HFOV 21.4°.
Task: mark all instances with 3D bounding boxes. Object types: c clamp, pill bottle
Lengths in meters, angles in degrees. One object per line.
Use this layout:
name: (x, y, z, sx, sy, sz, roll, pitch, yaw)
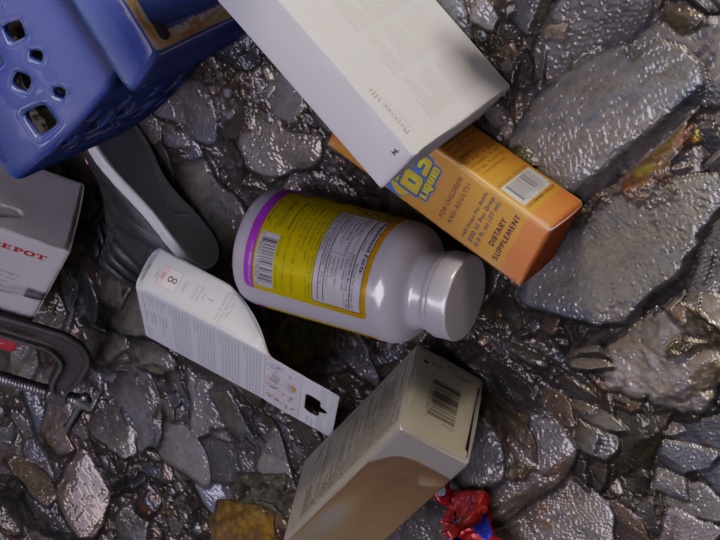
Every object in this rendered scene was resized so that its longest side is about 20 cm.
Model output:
c clamp: (-0.346, 0.093, 1.848, 0.200, 0.027, 0.171, 22, 143, -18)
pill bottle: (0.000, 0.000, 1.596, 0.200, 0.104, 0.104, 15, 121, 27)

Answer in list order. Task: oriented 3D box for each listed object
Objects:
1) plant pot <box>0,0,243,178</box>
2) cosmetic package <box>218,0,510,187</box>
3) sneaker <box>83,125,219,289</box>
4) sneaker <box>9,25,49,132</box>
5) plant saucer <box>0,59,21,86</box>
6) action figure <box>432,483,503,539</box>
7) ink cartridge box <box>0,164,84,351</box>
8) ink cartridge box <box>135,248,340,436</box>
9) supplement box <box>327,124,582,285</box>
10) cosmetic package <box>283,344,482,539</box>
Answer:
plant pot: (-0.228, -0.218, 1.583, 0.180, 0.200, 0.200, -27, 95, 35)
cosmetic package: (0.003, -0.177, 1.472, 0.200, 0.151, 0.052, 49, 130, 4)
sneaker: (-0.224, -0.064, 1.736, 0.099, 0.071, 0.200, -32, 98, 36)
sneaker: (-0.324, -0.143, 1.773, 0.099, 0.078, 0.200, 18, 129, 14)
plant saucer: (-0.398, -0.172, 1.669, 0.200, 0.029, 0.200, -4, 145, -3)
action figure: (0.114, 0.268, 1.666, 0.200, 0.099, 0.065, 51, 129, 4)
ink cartridge box: (-0.357, -0.023, 1.781, 0.147, 0.083, 0.200, 20, 143, -15)
ink cartridge box: (-0.101, 0.065, 1.691, 0.200, 0.057, 0.163, 24, 163, 4)
supplement box: (0.074, -0.077, 1.531, 0.200, 0.069, 0.067, 37, 128, 15)
cosmetic package: (0.019, 0.167, 1.661, 0.071, 0.105, 0.200, 30, 133, -14)
